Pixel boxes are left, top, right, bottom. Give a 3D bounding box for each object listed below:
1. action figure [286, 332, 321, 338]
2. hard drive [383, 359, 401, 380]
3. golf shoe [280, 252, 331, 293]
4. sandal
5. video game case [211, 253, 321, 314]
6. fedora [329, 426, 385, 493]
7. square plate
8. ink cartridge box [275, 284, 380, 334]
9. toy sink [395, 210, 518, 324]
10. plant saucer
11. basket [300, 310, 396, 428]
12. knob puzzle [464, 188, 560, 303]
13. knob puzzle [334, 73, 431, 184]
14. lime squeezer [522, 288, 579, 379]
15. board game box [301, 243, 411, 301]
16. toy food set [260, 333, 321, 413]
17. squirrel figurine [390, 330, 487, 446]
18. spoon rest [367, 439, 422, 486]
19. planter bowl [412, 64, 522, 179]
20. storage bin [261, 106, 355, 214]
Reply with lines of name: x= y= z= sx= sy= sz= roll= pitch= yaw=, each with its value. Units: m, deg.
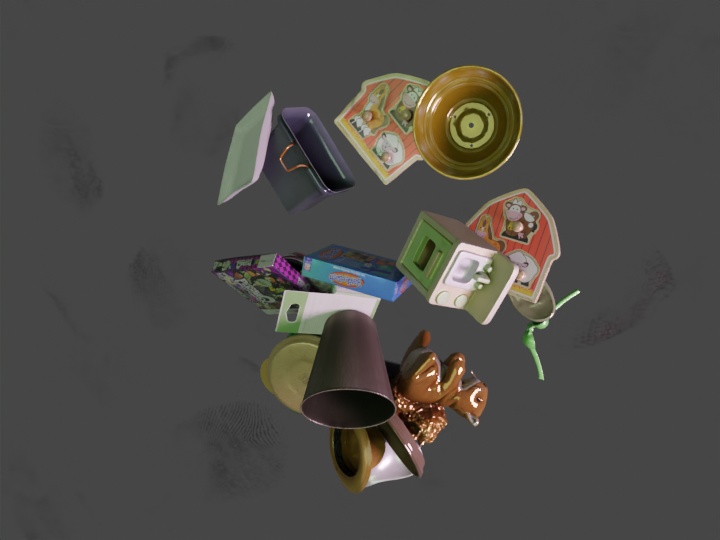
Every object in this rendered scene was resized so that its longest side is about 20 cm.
action figure: x=-0.130 y=0.167 z=1.231 sx=0.118 sy=0.055 sz=0.201 roll=25 pitch=106 yaw=15
hard drive: x=0.004 y=0.260 z=1.207 sx=0.199 sy=0.042 sz=0.136 roll=2 pitch=102 yaw=19
golf shoe: x=-0.097 y=0.021 z=1.166 sx=0.199 sy=0.092 sz=0.073 roll=19 pitch=105 yaw=14
sandal: x=0.311 y=0.009 z=1.024 sx=0.079 sy=0.057 sz=0.202 roll=-26 pitch=87 yaw=18
video game case: x=-0.194 y=0.035 z=1.150 sx=0.180 sy=0.200 sz=0.036 roll=-5 pitch=56 yaw=32
fedora: x=-0.002 y=0.393 z=1.179 sx=0.200 sy=0.081 sz=0.202 roll=5 pitch=96 yaw=62
square plate: x=-0.238 y=-0.248 z=1.106 sx=0.198 sy=0.028 sz=0.201 roll=-13 pitch=64 yaw=54
ink cartridge box: x=-0.071 y=0.081 z=1.115 sx=0.199 sy=0.048 sz=0.146 roll=8 pitch=136 yaw=-12
toy sink: x=0.173 y=-0.008 z=0.993 sx=0.200 sy=0.112 sz=0.131 roll=51 pitch=122 yaw=49
plant saucer: x=0.072 y=0.340 z=1.102 sx=0.029 sy=0.200 sz=0.201 roll=-33 pitch=89 yaw=-14
basket: x=-0.021 y=0.191 z=1.050 sx=0.179 sy=0.201 sz=0.137 roll=1 pitch=134 yaw=0
knob puzzle: x=0.281 y=-0.060 z=1.003 sx=0.219 sy=0.030 sz=0.221 roll=-5 pitch=82 yaw=36
knob puzzle: x=0.066 y=-0.303 z=1.058 sx=0.218 sy=0.030 sz=0.221 roll=4 pitch=103 yaw=20
lime squeezer: x=0.365 y=0.122 z=1.044 sx=0.070 sy=0.038 sz=0.201 roll=20 pitch=107 yaw=15
board game box: x=0.000 y=0.000 z=1.092 sx=0.199 sy=0.152 sz=0.045 roll=16 pitch=108 yaw=17
toy food set: x=-0.117 y=0.236 z=1.181 sx=0.198 sy=0.049 sz=0.200 roll=39 pitch=107 yaw=0
squirrel figurine: x=0.161 y=0.262 z=1.101 sx=0.186 sy=0.142 sz=0.200 roll=36 pitch=95 yaw=-8
spoon rest: x=0.058 y=0.452 z=1.220 sx=0.200 sy=0.061 sz=0.100 roll=-39 pitch=87 yaw=24
planter bowl: x=0.204 y=-0.275 z=0.992 sx=0.199 sy=0.083 sz=0.202 roll=4 pitch=103 yaw=19
storage bin: x=-0.132 y=-0.218 z=1.109 sx=0.134 sy=0.145 sz=0.201 roll=-33 pitch=89 yaw=34
